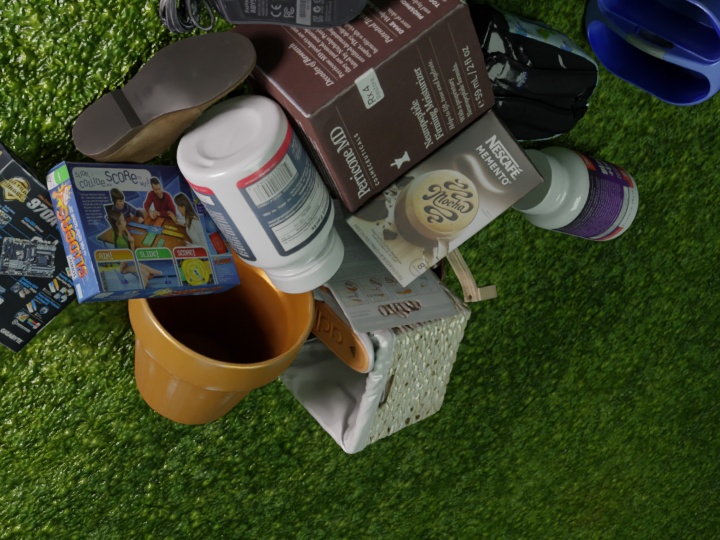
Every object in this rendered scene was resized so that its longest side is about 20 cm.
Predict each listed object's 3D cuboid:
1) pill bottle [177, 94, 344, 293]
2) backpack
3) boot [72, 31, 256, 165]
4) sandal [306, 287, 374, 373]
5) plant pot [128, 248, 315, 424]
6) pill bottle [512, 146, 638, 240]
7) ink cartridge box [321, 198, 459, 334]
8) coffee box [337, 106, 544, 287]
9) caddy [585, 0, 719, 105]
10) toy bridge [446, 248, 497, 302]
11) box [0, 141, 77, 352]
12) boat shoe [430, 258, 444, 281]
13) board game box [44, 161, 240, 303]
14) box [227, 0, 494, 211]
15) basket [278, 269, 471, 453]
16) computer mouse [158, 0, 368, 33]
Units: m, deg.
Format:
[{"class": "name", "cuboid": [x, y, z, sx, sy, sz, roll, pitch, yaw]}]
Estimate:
[{"class": "pill bottle", "cuboid": [-0.096, -0.073, 1.393, 0.119, 0.120, 0.200, -37, 133, -8]}, {"class": "backpack", "cuboid": [0.187, -0.229, 1.584, 0.199, 0.154, 0.164, 8, 118, -23]}, {"class": "boot", "cuboid": [-0.185, -0.168, 1.327, 0.200, 0.074, 0.075, -29, 157, 9]}, {"class": "sandal", "cuboid": [-0.065, 0.054, 1.554, 0.059, 0.207, 0.079, -21, 133, -33]}, {"class": "plant pot", "cuboid": [-0.174, 0.074, 1.503, 0.200, 0.200, 0.183, -14, 151, -34]}, {"class": "pill bottle", "cuboid": [0.279, -0.106, 1.804, 0.200, 0.111, 0.112, 9, 119, -48]}, {"class": "ink cartridge box", "cuboid": [0.000, 0.000, 1.566, 0.162, 0.200, 0.050, -8, 145, -39]}, {"class": "coffee box", "cuboid": [0.088, -0.093, 1.493, 0.200, 0.080, 0.113, -38, 116, 9]}, {"class": "caddy", "cuboid": [0.373, -0.291, 1.647, 0.105, 0.200, 0.142, -36, 148, -40]}, {"class": "toy bridge", "cuboid": [0.121, -0.061, 1.597, 0.067, 0.027, 0.201, -11, 95, -42]}, {"class": "box", "cuboid": [-0.354, -0.020, 1.340, 0.159, 0.046, 0.200, -44, 144, 0]}, {"class": "boat shoe", "cuboid": [0.082, -0.025, 1.732, 0.070, 0.070, 0.200, -29, 141, -17]}, {"class": "board game box", "cuboid": [-0.216, -0.041, 1.352, 0.034, 0.136, 0.200, -24, 167, 35]}, {"class": "box", "cuboid": [0.004, -0.209, 1.391, 0.200, 0.164, 0.166, -38, 144, -8]}, {"class": "basket", "cuboid": [0.008, 0.080, 1.658, 0.160, 0.200, 0.199, -17, 137, -35]}, {"class": "computer mouse", "cuboid": [-0.090, -0.287, 1.281, 0.199, 0.053, 0.139, 5, 134, -6]}]
